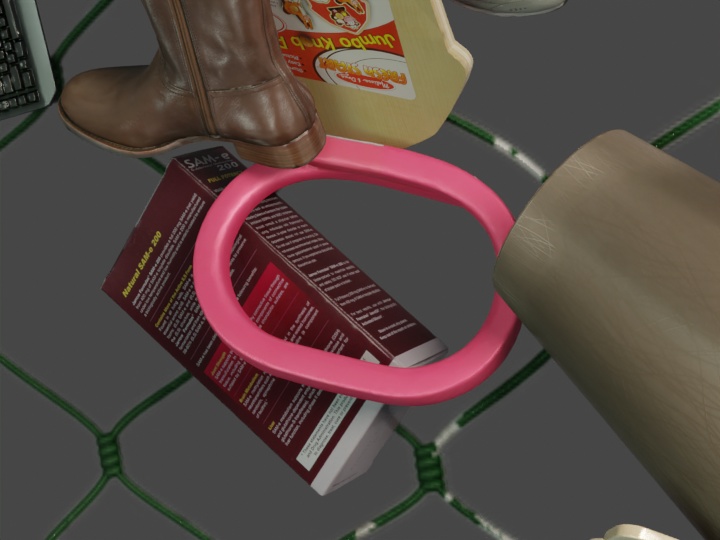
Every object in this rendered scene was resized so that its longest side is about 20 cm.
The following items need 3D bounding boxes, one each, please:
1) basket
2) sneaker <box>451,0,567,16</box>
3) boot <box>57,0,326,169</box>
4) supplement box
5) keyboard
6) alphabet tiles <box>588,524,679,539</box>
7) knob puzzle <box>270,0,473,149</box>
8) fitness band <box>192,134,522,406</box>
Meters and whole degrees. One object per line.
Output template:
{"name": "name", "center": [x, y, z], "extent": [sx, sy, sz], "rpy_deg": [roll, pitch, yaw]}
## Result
{"name": "basket", "center": [0.179, 0.029, 1.053], "extent": [0.200, 0.136, 0.181], "rpy_deg": [42, 114, 21]}
{"name": "sneaker", "center": [0.026, -0.190, 1.116], "extent": [0.199, 0.092, 0.076], "rpy_deg": [24, 112, 24]}
{"name": "boot", "center": [-0.119, -0.149, 1.117], "extent": [0.185, 0.065, 0.201], "rpy_deg": [7, 144, 24]}
{"name": "supplement box", "center": [-0.055, 0.029, 1.234], "extent": [0.200, 0.061, 0.109], "rpy_deg": [42, 118, 16]}
{"name": "keyboard", "center": [-0.275, -0.196, 1.342], "extent": [0.126, 0.021, 0.202], "rpy_deg": [-12, 94, 33]}
{"name": "alphabet tiles", "center": [0.205, 0.179, 1.044], "extent": [0.194, 0.015, 0.200], "rpy_deg": [21, 159, -7]}
{"name": "knob puzzle", "center": [-0.022, -0.139, 1.140], "extent": [0.218, 0.031, 0.220], "rpy_deg": [21, 149, 13]}
{"name": "fitness band", "center": [0.000, 0.000, 1.161], "extent": [0.198, 0.037, 0.145], "rpy_deg": [13, 81, 14]}
